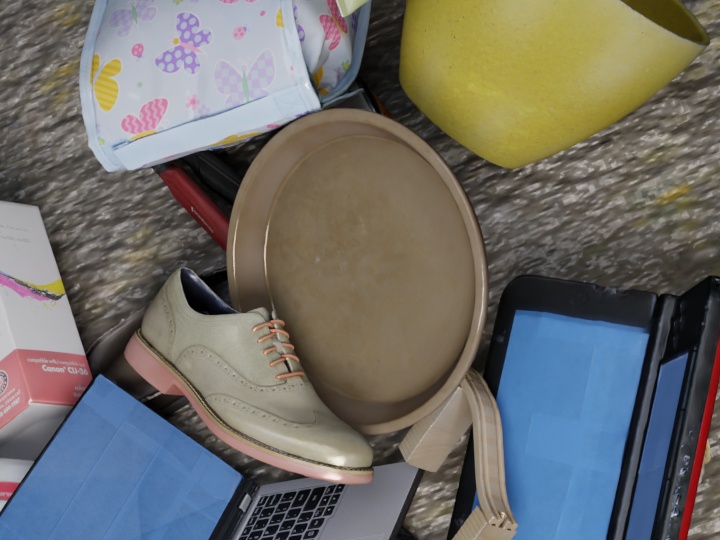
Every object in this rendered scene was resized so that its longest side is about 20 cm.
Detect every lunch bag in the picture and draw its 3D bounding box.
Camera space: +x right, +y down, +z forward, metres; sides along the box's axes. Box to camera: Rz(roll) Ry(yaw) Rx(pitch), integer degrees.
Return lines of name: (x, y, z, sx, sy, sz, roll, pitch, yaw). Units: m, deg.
lunch bag: (-0.088, -0.151, 1.268, 0.168, 0.128, 0.201, -17, 40, 21)

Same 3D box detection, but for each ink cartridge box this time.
ink cartridge box: (-0.261, 0.031, 1.303, 0.116, 0.067, 0.201, -36, 63, 31)

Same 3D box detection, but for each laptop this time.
laptop: (-0.090, 0.144, 1.144, 0.198, 0.117, 0.188, -12, 27, 26)

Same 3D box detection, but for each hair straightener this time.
hair straightener: (-0.117, -0.087, 1.350, 0.077, 0.041, 0.200, -35, 57, -22)

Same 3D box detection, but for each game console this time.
game console: (0.126, 0.099, 1.092, 0.117, 0.172, 0.202, 13, 82, 1)

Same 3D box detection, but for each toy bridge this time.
toy bridge: (0.053, 0.093, 1.174, 0.067, 0.027, 0.201, -56, 33, 20)

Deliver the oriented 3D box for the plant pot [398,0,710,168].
plant pot: (0.105, -0.153, 1.235, 0.200, 0.199, 0.142, 47, 112, 25)

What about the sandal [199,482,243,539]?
sandal: (-0.107, 0.224, 1.195, 0.079, 0.087, 0.202, -10, 60, 13)

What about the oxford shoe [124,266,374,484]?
oxford shoe: (-0.065, 0.065, 1.173, 0.199, 0.071, 0.074, 30, 103, 29)

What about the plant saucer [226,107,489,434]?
plant saucer: (0.000, 0.000, 1.176, 0.199, 0.029, 0.202, 7, 102, 35)

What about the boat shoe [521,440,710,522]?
boat shoe: (0.181, 0.110, 1.167, 0.069, 0.074, 0.201, 39, 94, 22)

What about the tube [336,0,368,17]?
tube: (0.044, -0.236, 1.283, 0.199, 0.052, 0.058, -28, 59, -37)

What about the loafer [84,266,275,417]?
loafer: (-0.112, 0.034, 1.277, 0.199, 0.071, 0.073, -31, 65, 4)

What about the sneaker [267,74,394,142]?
sneaker: (0.001, -0.034, 1.276, 0.092, 0.076, 0.201, -31, 57, 12)

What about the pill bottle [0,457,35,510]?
pill bottle: (-0.224, 0.230, 1.218, 0.110, 0.111, 0.202, -1, 70, 16)

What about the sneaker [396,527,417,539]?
sneaker: (0.026, 0.237, 1.162, 0.079, 0.077, 0.201, -37, 55, 23)
